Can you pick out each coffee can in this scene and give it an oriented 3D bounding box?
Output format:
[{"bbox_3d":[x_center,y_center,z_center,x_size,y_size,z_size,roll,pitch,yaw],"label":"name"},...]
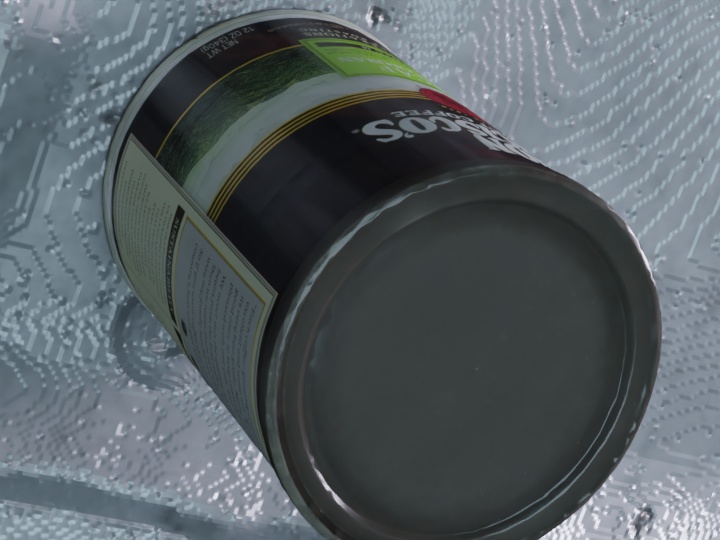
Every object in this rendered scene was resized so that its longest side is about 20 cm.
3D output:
[{"bbox_3d":[0.000,0.000,0.857,0.145,0.200,0.148,-9,114,-20],"label":"coffee can"}]
